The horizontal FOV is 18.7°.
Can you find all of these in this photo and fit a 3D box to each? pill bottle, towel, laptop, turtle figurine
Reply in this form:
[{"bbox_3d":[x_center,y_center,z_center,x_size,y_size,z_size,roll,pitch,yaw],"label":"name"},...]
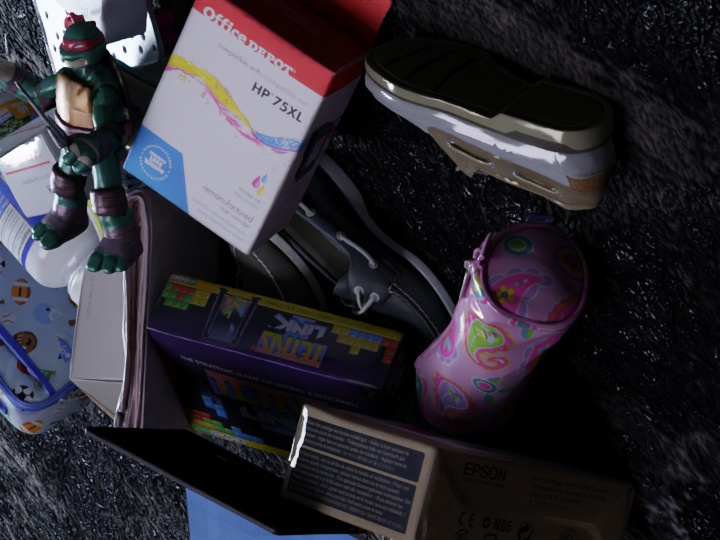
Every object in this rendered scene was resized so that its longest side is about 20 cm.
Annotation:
[{"bbox_3d":[-0.277,-0.057,1.970,0.200,0.112,0.112,46,151,16],"label":"pill bottle"},{"bbox_3d":[-0.156,0.039,1.760,0.200,0.032,0.193,19,-107,-78],"label":"towel"},{"bbox_3d":[-0.096,0.206,1.635,0.186,0.199,0.117,23,97,31],"label":"laptop"},{"bbox_3d":[-0.206,-0.105,1.569,0.150,0.100,0.202,40,142,50],"label":"turtle figurine"}]

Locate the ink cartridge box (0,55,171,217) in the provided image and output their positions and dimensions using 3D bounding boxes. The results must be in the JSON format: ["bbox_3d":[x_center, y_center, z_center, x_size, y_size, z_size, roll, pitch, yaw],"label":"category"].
[{"bbox_3d":[-0.213,-0.103,1.723,0.116,0.199,0.068,-9,113,60],"label":"ink cartridge box"}]

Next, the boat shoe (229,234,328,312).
[{"bbox_3d":[-0.065,0.032,1.734,0.072,0.060,0.202,38,164,35],"label":"boat shoe"}]

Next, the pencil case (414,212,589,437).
[{"bbox_3d":[0.095,0.042,1.511,0.088,0.087,0.200,48,153,14],"label":"pencil case"}]

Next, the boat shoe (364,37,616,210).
[{"bbox_3d":[0.078,-0.093,1.406,0.199,0.074,0.069,27,136,41],"label":"boat shoe"}]

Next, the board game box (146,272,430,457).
[{"bbox_3d":[-0.052,0.089,1.699,0.198,0.057,0.166,14,152,20],"label":"board game box"}]

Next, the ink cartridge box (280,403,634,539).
[{"bbox_3d":[0.070,0.159,1.571,0.164,0.199,0.076,13,90,52],"label":"ink cartridge box"}]

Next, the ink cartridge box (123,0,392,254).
[{"bbox_3d":[-0.071,-0.128,1.511,0.116,0.067,0.201,34,121,11],"label":"ink cartridge box"}]

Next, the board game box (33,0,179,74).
[{"bbox_3d":[-0.214,-0.253,1.701,0.199,0.026,0.202,-3,104,59],"label":"board game box"}]

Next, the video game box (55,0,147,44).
[{"bbox_3d":[-0.216,-0.296,1.608,0.182,0.047,0.201,41,138,38],"label":"video game box"}]

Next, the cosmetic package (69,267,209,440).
[{"bbox_3d":[-0.182,0.077,1.885,0.072,0.105,0.200,1,160,13],"label":"cosmetic package"}]

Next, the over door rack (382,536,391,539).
[{"bbox_3d":[0.056,0.233,1.806,0.200,0.066,0.149,37,148,32],"label":"over door rack"}]

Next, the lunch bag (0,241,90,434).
[{"bbox_3d":[-0.322,0.055,2.111,0.200,0.160,0.076,46,152,18],"label":"lunch bag"}]

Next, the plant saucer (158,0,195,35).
[{"bbox_3d":[-0.078,-0.173,1.614,0.200,0.032,0.201,38,147,30],"label":"plant saucer"}]

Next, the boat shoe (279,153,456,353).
[{"bbox_3d":[0.000,0.000,1.646,0.200,0.060,0.076,47,152,16],"label":"boat shoe"}]

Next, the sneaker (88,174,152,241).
[{"bbox_3d":[-0.198,-0.062,1.887,0.201,0.074,0.081,52,148,2],"label":"sneaker"}]

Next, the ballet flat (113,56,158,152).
[{"bbox_3d":[-0.143,-0.107,1.624,0.199,0.070,0.070,24,143,18],"label":"ballet flat"}]
